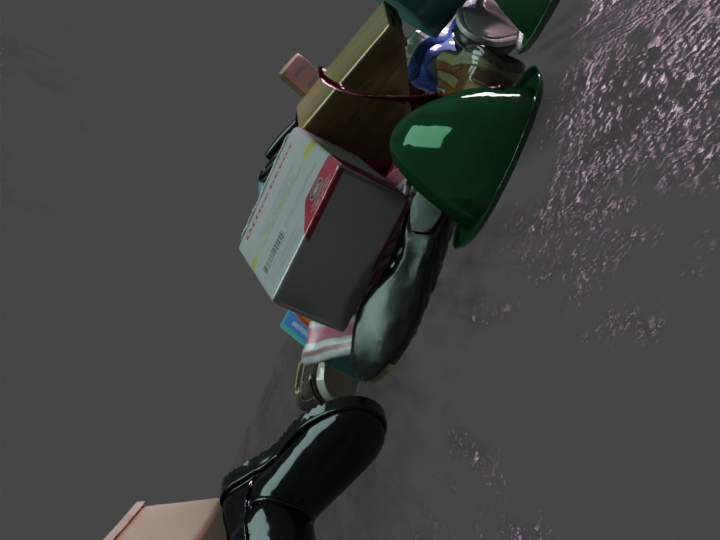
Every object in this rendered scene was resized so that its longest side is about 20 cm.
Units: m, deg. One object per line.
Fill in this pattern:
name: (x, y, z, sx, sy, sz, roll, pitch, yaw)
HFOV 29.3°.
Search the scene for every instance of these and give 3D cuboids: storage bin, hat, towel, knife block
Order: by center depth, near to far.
hat: (0.039, -0.125, 1.182, 0.200, 0.175, 0.167, 125, 167, -63)
storage bin: (-0.165, 0.325, 1.254, 0.200, 0.093, 0.201, -57, -42, -87)
hat: (0.109, -0.319, 1.275, 0.201, 0.175, 0.166, -73, 9, -57)
towel: (0.001, -0.007, 1.386, 0.146, 0.030, 0.202, -23, 48, 52)
knife block: (-0.032, -0.170, 1.456, 0.064, 0.174, 0.201, -101, 3, -56)

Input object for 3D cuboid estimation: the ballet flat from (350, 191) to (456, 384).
ballet flat: (0.048, 0.014, 1.277, 0.057, 0.066, 0.201, 31, -99, -54)

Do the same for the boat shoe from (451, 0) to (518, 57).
boat shoe: (0.127, -0.242, 1.435, 0.200, 0.073, 0.061, -70, 6, -68)

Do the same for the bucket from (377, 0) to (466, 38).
bucket: (0.048, -0.352, 1.448, 0.135, 0.206, 0.207, -53, 6, 5)

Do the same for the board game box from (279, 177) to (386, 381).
board game box: (0.000, 0.000, 1.462, 0.201, 0.045, 0.152, -63, 27, 1)

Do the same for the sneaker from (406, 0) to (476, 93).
sneaker: (0.114, -0.244, 1.579, 0.200, 0.089, 0.079, -42, -12, -47)

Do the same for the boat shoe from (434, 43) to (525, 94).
boat shoe: (0.104, -0.173, 1.348, 0.200, 0.075, 0.074, -148, 78, -85)

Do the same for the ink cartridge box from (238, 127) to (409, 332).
ink cartridge box: (-0.041, -0.046, 1.361, 0.146, 0.083, 0.200, -64, 21, 9)

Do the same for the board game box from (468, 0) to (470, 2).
board game box: (0.157, -0.334, 1.767, 0.151, 0.036, 0.201, 138, 156, -79)

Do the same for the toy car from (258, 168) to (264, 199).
toy car: (-0.022, -0.021, 1.696, 0.177, 0.183, 0.201, 105, 154, -54)

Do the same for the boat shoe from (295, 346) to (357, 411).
boat shoe: (-0.028, 0.074, 1.570, 0.059, 0.072, 0.201, -25, 37, 37)

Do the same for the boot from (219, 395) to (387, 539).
boot: (-0.051, 0.215, 1.146, 0.198, 0.073, 0.163, -35, 36, 25)

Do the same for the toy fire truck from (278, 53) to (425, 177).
toy fire truck: (0.008, -0.185, 1.587, 0.201, 0.128, 0.177, 64, -142, -45)

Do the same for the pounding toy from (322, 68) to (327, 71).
pounding toy: (0.009, -0.173, 1.870, 0.142, 0.199, 0.185, -6, -55, -62)
